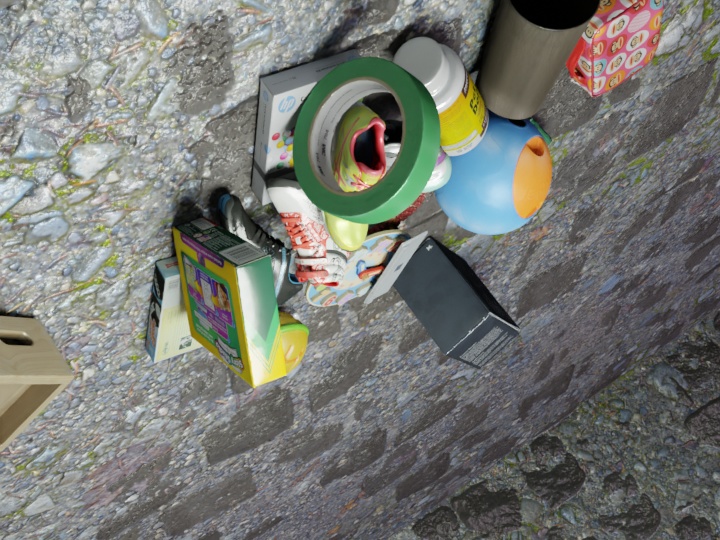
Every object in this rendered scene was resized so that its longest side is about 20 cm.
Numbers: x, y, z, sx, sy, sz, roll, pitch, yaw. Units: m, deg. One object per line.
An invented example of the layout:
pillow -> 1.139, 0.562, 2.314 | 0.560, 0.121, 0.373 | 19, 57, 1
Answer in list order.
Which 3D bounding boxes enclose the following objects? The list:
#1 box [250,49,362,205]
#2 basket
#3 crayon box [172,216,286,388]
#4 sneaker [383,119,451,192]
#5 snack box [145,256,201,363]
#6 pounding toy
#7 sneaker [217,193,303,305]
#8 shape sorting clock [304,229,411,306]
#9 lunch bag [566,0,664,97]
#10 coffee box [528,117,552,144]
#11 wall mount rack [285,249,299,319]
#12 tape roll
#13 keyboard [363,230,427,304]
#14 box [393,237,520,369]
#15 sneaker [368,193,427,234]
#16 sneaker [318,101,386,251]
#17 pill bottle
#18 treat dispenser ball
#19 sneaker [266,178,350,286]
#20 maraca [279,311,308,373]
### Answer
box -> -0.073, -0.196, 1.280 | 0.154, 0.041, 0.202 | -24, 147, -28
basket -> 0.251, -0.336, 1.369 | 0.181, 0.134, 0.201 | -54, 170, -35
crayon box -> -0.180, 0.039, 1.261 | 0.057, 0.199, 0.176 | -20, 118, -29
sneaker -> 0.021, -0.163, 1.332 | 0.196, 0.079, 0.141 | -21, 129, 14
snack box -> -0.263, 0.052, 1.415 | 0.114, 0.037, 0.202 | -18, 145, -32
pounding toy -> -0.494, 0.120, 1.164 | 0.184, 0.143, 0.200 | -43, 163, 10
sneaker -> -0.147, -0.034, 1.341 | 0.081, 0.074, 0.203 | -24, 127, -4
shape sorting clock -> 0.000, 0.000, 1.496 | 0.197, 0.040, 0.201 | -29, 156, -14
lunch bag -> 0.416, -0.385, 1.546 | 0.175, 0.082, 0.201 | -35, 152, -6
coffee box -> 0.246, -0.193, 1.663 | 0.200, 0.044, 0.122 | -47, 151, 13
wall mount rack -> -0.096, -0.005, 1.493 | 0.199, 0.075, 0.174 | -39, 151, -2
tape roll -> 0.005, -0.163, 1.164 | 0.201, 0.201, 0.048 | -48, 151, 18
keyboard -> 0.056, -0.003, 1.521 | 0.056, 0.011, 0.201 | -33, 166, -32
box -> 0.185, 0.067, 1.802 | 0.124, 0.201, 0.196 | -42, 152, 10
sneaker -> 0.037, -0.112, 1.482 | 0.077, 0.083, 0.200 | -8, 148, -44
sneaker -> -0.005, -0.122, 1.246 | 0.077, 0.090, 0.205 | -6, 107, -30
pill bottle -> 0.113, -0.254, 1.344 | 0.109, 0.110, 0.200 | -41, 153, 6
treat dispenser ball -> 0.211, -0.161, 1.499 | 0.198, 0.202, 0.203 | -28, 151, -18
sneaker -> -0.074, -0.046, 1.314 | 0.201, 0.066, 0.110 | 36, 62, -54
maraca -> -0.154, 0.136, 1.601 | 0.134, 0.109, 0.201 | -16, 161, -13
